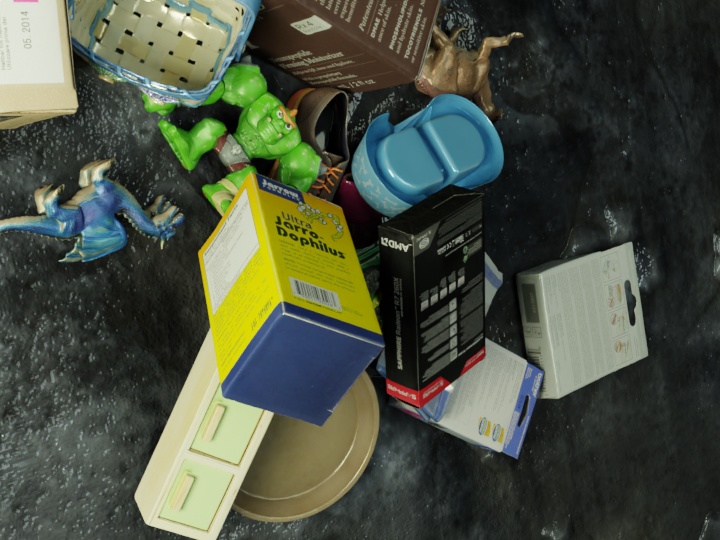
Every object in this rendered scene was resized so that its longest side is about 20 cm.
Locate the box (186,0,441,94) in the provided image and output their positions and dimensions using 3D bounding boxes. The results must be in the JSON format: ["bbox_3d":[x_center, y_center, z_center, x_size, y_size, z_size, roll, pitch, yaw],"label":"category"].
[{"bbox_3d":[-0.039,-0.298,1.204,0.199,0.165,0.166,24,77,-34],"label":"box"}]

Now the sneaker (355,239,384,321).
[{"bbox_3d":[0.000,0.000,1.253,0.200,0.084,0.079,-36,133,-61],"label":"sneaker"}]

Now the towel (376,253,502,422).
[{"bbox_3d":[0.093,0.055,1.328,0.147,0.024,0.201,48,62,-47],"label":"towel"}]

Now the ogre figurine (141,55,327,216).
[{"bbox_3d":[-0.119,-0.127,1.190,0.120,0.098,0.201,-38,83,-12],"label":"ogre figurine"}]

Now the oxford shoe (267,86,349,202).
[{"bbox_3d":[-0.054,-0.097,1.253,0.071,0.072,0.203,10,84,-37],"label":"oxford shoe"}]

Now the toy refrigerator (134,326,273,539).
[{"bbox_3d":[-0.140,0.154,1.150,0.075,0.070,0.202,23,95,-26],"label":"toy refrigerator"}]

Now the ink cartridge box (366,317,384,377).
[{"bbox_3d":[-0.056,0.063,1.276,0.198,0.039,0.101,4,89,-37],"label":"ink cartridge box"}]

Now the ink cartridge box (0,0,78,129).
[{"bbox_3d":[-0.307,-0.224,0.998,0.074,0.164,0.203,-7,94,-32],"label":"ink cartridge box"}]

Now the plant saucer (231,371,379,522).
[{"bbox_3d":[-0.075,0.163,1.233,0.198,0.029,0.203,-7,108,-22],"label":"plant saucer"}]

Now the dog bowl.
[{"bbox_3d":[0.071,-0.121,1.291,0.199,0.050,0.112,-25,81,-40],"label":"dog bowl"}]

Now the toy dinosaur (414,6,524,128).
[{"bbox_3d":[0.104,-0.221,1.372,0.198,0.086,0.137,12,90,-31],"label":"toy dinosaur"}]

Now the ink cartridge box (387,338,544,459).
[{"bbox_3d":[0.129,0.138,1.418,0.199,0.042,0.121,28,73,-32],"label":"ink cartridge box"}]

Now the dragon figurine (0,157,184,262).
[{"bbox_3d":[-0.255,-0.039,1.107,0.199,0.059,0.100,-34,110,-34],"label":"dragon figurine"}]

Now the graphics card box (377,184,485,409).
[{"bbox_3d":[0.077,0.026,1.234,0.125,0.051,0.202,-31,129,-40],"label":"graphics card box"}]

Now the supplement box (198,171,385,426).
[{"bbox_3d":[-0.068,0.024,1.093,0.109,0.201,0.109,20,123,-30],"label":"supplement box"}]

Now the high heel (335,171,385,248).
[{"bbox_3d":[0.055,-0.109,1.322,0.200,0.067,0.097,-41,146,-27],"label":"high heel"}]

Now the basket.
[{"bbox_3d":[-0.176,-0.230,1.053,0.175,0.200,0.140,22,72,-3],"label":"basket"}]

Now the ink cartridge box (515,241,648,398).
[{"bbox_3d":[0.288,0.061,1.542,0.199,0.057,0.165,-18,101,-45],"label":"ink cartridge box"}]
